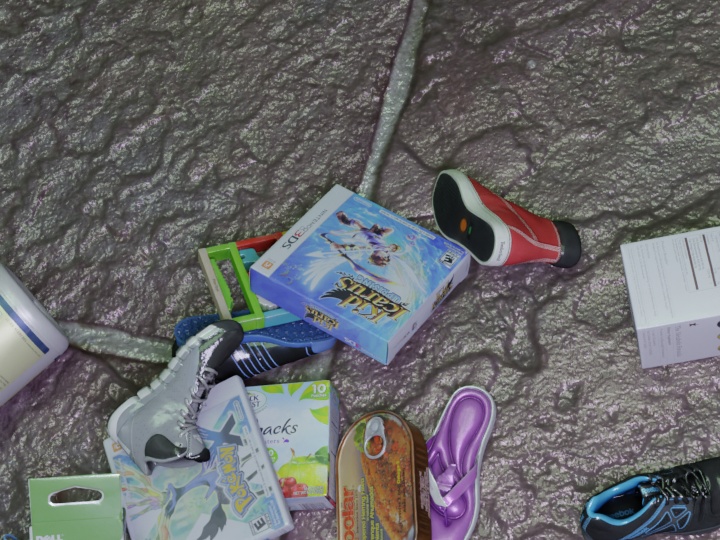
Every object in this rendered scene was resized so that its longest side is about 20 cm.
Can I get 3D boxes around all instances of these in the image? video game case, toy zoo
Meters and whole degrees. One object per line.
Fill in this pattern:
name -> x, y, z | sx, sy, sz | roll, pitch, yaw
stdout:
video game case -> -0.188, 0.242, 1.665 | 0.182, 0.022, 0.200 | -26, 60, 6
video game case -> 0.000, 0.000, 1.739 | 0.200, 0.046, 0.181 | 27, 52, 21
toy zoo -> -0.085, 0.005, 1.775 | 0.199, 0.021, 0.131 | -13, 49, -16

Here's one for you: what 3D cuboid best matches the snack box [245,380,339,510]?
snack box -> -0.126, 0.209, 1.706 | 0.199, 0.053, 0.143 | -6, 62, 13

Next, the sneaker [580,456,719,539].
sneaker -> 0.331, 0.246, 1.557 | 0.199, 0.082, 0.073 | -21, 60, 2

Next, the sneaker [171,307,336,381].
sneaker -> -0.127, 0.093, 1.759 | 0.199, 0.078, 0.070 | -1, 42, -10

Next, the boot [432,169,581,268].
boot -> 0.179, -0.059, 1.759 | 0.144, 0.073, 0.200 | 3, 26, -25

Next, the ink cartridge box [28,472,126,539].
ink cartridge box -> -0.313, 0.319, 1.629 | 0.103, 0.059, 0.201 | -2, 97, -7

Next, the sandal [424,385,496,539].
sandal -> 0.099, 0.220, 1.646 | 0.082, 0.050, 0.203 | 7, 67, 17

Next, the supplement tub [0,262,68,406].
supplement tub -> -0.477, 0.102, 1.795 | 0.200, 0.145, 0.145 | -41, 62, -8

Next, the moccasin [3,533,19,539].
moccasin -> -0.413, 0.346, 1.699 | 0.199, 0.081, 0.068 | -22, 57, 2

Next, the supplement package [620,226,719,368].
supplement package -> 0.400, 0.024, 1.629 | 0.199, 0.114, 0.110 | -11, 61, 9

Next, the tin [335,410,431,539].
tin -> 0.025, 0.256, 1.633 | 0.112, 0.042, 0.201 | -17, 60, 30

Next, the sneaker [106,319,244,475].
sneaker -> -0.186, 0.157, 1.660 | 0.200, 0.075, 0.116 | -44, 63, 7
